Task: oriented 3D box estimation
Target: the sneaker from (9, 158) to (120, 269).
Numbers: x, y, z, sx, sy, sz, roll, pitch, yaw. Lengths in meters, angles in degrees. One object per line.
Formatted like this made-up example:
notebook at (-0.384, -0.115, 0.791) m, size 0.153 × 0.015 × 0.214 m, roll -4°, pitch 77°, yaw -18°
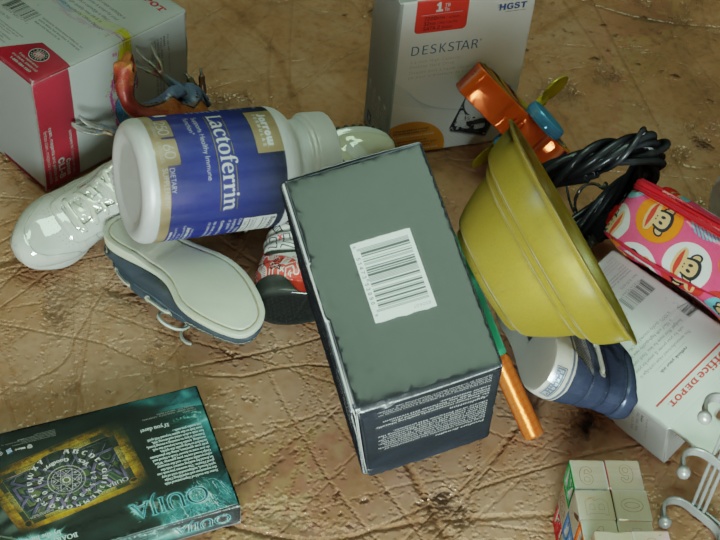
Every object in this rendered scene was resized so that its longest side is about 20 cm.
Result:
sneaker at (-0.257, -0.075, 1.207) m, size 0.200 × 0.100 × 0.075 m, roll -38°, pitch 87°, yaw -34°

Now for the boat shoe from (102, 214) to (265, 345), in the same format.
boat shoe at (-0.167, 0.017, 1.155) m, size 0.199 × 0.062 × 0.075 m, roll 28°, pitch 51°, yaw 25°

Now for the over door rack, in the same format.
over door rack at (0.335, 0.202, 0.957) m, size 0.199 × 0.148 × 0.067 m, roll 30°, pitch 48°, yaw 24°

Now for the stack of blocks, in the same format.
stack of blocks at (0.195, 0.241, 0.928) m, size 0.058 × 0.116 × 0.201 m, roll 2°, pitch 44°, yaw -4°

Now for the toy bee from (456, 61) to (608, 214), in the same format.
toy bee at (0.180, -0.140, 1.327) m, size 0.130 × 0.201 × 0.109 m, roll -21°, pitch 11°, yaw 14°

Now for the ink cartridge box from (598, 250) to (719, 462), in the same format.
ink cartridge box at (0.266, 0.087, 1.108) m, size 0.116 × 0.067 × 0.200 m, roll -39°, pitch 59°, yaw -18°

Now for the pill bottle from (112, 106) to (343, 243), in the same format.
pill bottle at (-0.124, -0.094, 1.158) m, size 0.199 × 0.116 × 0.116 m, roll -9°, pitch 46°, yaw -25°

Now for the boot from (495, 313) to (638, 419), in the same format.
boot at (0.177, 0.049, 1.075) m, size 0.090 × 0.073 × 0.201 m, roll 22°, pitch 34°, yaw -20°

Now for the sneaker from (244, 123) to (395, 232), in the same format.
sneaker at (-0.049, -0.088, 1.279) m, size 0.199 × 0.070 × 0.094 m, roll -12°, pitch 65°, yaw -19°

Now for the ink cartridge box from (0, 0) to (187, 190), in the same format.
ink cartridge box at (-0.301, -0.214, 1.314) m, size 0.145 × 0.145 × 0.200 m, roll 37°, pitch 53°, yaw 28°

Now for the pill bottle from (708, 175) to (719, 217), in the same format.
pill bottle at (0.471, -0.081, 1.279) m, size 0.199 × 0.113 × 0.112 m, roll -21°, pitch 51°, yaw -24°

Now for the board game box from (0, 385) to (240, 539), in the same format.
board game box at (-0.212, 0.175, 1.016) m, size 0.199 × 0.028 × 0.136 m, roll -12°, pitch 48°, yaw -18°

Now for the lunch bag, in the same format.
lunch bag at (0.310, -0.012, 1.149) m, size 0.176 × 0.200 × 0.082 m, roll 34°, pitch 95°, yaw 29°

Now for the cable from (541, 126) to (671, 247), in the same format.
cable at (0.212, -0.079, 1.192) m, size 0.162 × 0.200 × 0.051 m, roll -2°, pitch 62°, yaw -21°

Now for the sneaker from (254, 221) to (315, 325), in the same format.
sneaker at (-0.001, -0.001, 1.185) m, size 0.200 × 0.067 × 0.108 m, roll 2°, pitch 47°, yaw 1°

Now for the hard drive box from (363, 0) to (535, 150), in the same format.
hard drive box at (0.092, -0.232, 1.331) m, size 0.155 × 0.201 × 0.077 m, roll -11°, pitch 47°, yaw -15°

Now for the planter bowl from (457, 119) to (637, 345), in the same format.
planter bowl at (0.132, -0.011, 0.964) m, size 0.083 × 0.200 × 0.201 m, roll -30°, pitch 46°, yaw 12°

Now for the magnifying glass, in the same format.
magnifying glass at (0.112, 0.055, 1.078) m, size 0.022 × 0.201 × 0.080 m, roll -23°, pitch 6°, yaw 0°

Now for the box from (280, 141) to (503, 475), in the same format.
box at (0.025, 0.038, 1.009) m, size 0.123 × 0.197 × 0.201 m, roll -16°, pitch 68°, yaw -6°

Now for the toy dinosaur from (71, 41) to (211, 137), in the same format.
toy dinosaur at (-0.183, -0.170, 1.244) m, size 0.199 × 0.106 × 0.182 m, roll 13°, pitch 8°, yaw 0°
